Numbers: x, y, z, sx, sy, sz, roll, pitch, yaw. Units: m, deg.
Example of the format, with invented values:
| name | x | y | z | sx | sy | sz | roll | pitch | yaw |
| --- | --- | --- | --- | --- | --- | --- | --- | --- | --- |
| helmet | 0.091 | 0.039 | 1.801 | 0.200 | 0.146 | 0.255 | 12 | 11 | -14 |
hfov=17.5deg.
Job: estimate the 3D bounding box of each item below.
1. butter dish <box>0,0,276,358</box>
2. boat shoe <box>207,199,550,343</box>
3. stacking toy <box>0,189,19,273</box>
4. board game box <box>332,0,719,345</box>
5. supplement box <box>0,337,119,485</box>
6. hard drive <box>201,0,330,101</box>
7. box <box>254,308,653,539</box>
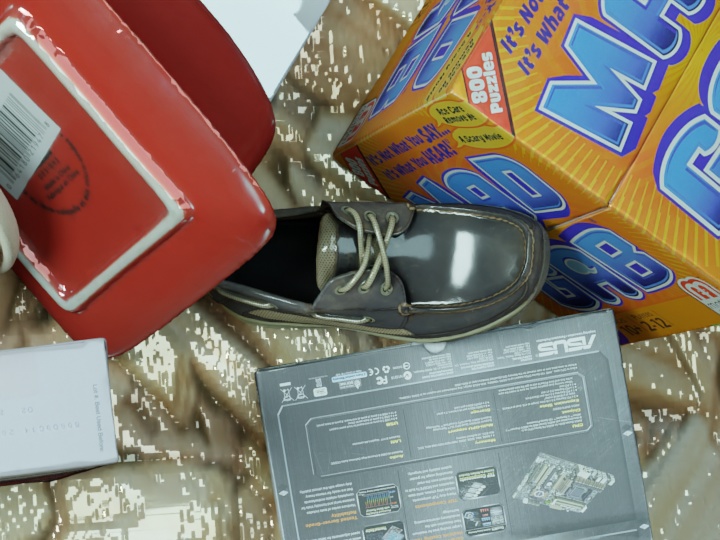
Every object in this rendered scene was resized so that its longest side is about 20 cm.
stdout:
| name | x | y | z | sx | sy | sz | roll | pitch | yaw |
| --- | --- | --- | --- | --- | --- | --- | --- | --- | --- |
| butter dish | -0.122 | -0.087 | 1.212 | 0.200 | 0.200 | 0.148 | 48 | 49 | -5 |
| boat shoe | 0.000 | 0.000 | 1.225 | 0.199 | 0.073 | 0.075 | -6 | 81 | 25 |
| stacking toy | -0.276 | 0.009 | 1.144 | 0.146 | 0.146 | 0.200 | 42 | 69 | -8 |
| board game box | 0.141 | -0.102 | 1.268 | 0.199 | 0.200 | 0.201 | 34 | 75 | -11 |
| supplement box | -0.189 | 0.076 | 1.142 | 0.108 | 0.200 | 0.061 | -6 | 84 | -18 |
| hard drive | -0.105 | -0.197 | 1.294 | 0.199 | 0.027 | 0.132 | 33 | 75 | -10 |
| box | 0.052 | 0.114 | 1.263 | 0.198 | 0.048 | 0.160 | -10 | 88 | 0 |
